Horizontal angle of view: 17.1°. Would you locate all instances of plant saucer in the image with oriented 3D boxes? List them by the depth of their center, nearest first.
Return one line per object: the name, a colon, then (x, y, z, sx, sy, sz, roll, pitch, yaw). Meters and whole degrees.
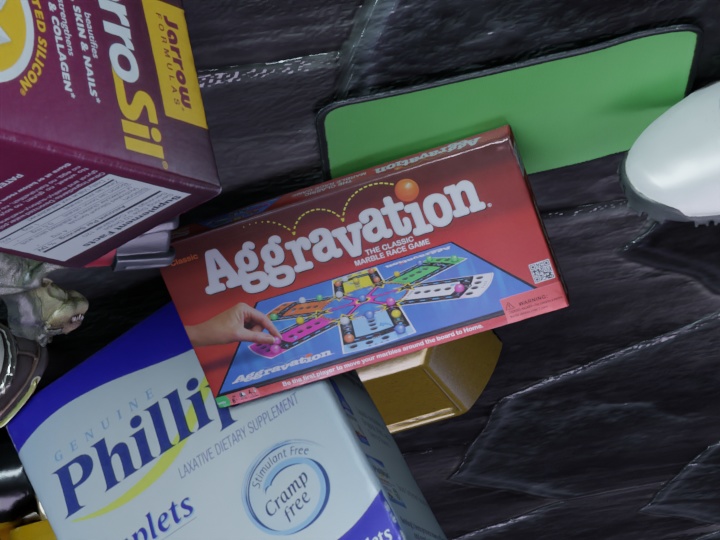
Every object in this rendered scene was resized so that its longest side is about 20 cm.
plant saucer: (-0.014, 0.074, 1.553, 0.199, 0.049, 0.200, -16, 162, 9)

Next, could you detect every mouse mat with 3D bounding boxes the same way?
mouse mat: (0.076, -0.075, 1.244, 0.199, 0.008, 0.161, -14, 162, -2)

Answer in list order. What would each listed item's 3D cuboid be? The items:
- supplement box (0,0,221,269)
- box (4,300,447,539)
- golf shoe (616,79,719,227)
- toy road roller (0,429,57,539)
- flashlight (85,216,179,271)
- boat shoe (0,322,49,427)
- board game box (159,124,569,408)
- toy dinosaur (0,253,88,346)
supplement box: (-0.154, -0.078, 0.913, 0.085, 0.111, 0.200, -25, 159, 30)
box: (-0.075, 0.126, 1.359, 0.184, 0.201, 0.105, -34, 156, 10)
golf shoe: (0.219, -0.091, 1.213, 0.199, 0.078, 0.095, -23, 150, 4)
toy road roller: (-0.172, 0.172, 1.539, 0.122, 0.147, 0.200, -11, 171, -6)
flashlight: (-0.187, -0.027, 1.119, 0.199, 0.068, 0.068, -4, -159, -16)
boat shoe: (-0.260, 0.095, 1.374, 0.200, 0.072, 0.059, -41, 151, 22)
board game box: (0.000, 0.000, 1.266, 0.199, 0.103, 0.019, -17, -157, 11)
toy dinosaur: (-0.158, -0.040, 1.050, 0.088, 0.048, 0.200, -33, 127, 6)
